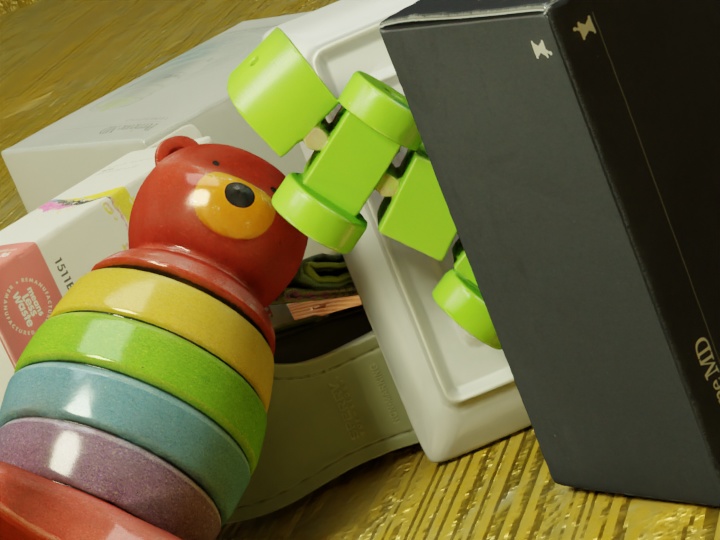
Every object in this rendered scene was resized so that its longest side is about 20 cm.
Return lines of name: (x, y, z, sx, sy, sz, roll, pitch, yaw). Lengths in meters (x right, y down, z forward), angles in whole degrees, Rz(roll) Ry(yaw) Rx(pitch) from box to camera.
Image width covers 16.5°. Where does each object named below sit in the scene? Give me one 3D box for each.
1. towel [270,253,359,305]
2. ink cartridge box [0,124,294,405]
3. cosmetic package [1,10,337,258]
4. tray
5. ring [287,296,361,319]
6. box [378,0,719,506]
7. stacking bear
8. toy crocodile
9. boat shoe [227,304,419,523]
towel: (0.000, 0.000, 1.171, 0.199, 0.023, 0.143, -6, 1, -41)
ink cartridge box: (-0.108, 0.013, 1.213, 0.067, 0.117, 0.200, -9, 21, 47)
cosmetic package: (-0.078, -0.066, 1.511, 0.200, 0.123, 0.199, -33, 17, -28)
tray: (0.040, -0.030, 1.054, 0.107, 0.201, 0.022, -22, -6, 3)
ring: (-0.060, 0.061, 1.239, 0.199, 0.019, 0.201, -22, 14, 6)
box: (0.133, -0.044, 0.949, 0.182, 0.201, 0.104, -31, 18, -32)
stacking bear: (-0.082, 0.037, 1.011, 0.114, 0.121, 0.201, 115, 178, -65)
toy crocodile: (0.032, -0.026, 1.010, 0.068, 0.199, 0.062, -57, 7, 12)
boat shoe: (-0.028, 0.060, 1.098, 0.200, 0.072, 0.061, -17, 9, -3)
